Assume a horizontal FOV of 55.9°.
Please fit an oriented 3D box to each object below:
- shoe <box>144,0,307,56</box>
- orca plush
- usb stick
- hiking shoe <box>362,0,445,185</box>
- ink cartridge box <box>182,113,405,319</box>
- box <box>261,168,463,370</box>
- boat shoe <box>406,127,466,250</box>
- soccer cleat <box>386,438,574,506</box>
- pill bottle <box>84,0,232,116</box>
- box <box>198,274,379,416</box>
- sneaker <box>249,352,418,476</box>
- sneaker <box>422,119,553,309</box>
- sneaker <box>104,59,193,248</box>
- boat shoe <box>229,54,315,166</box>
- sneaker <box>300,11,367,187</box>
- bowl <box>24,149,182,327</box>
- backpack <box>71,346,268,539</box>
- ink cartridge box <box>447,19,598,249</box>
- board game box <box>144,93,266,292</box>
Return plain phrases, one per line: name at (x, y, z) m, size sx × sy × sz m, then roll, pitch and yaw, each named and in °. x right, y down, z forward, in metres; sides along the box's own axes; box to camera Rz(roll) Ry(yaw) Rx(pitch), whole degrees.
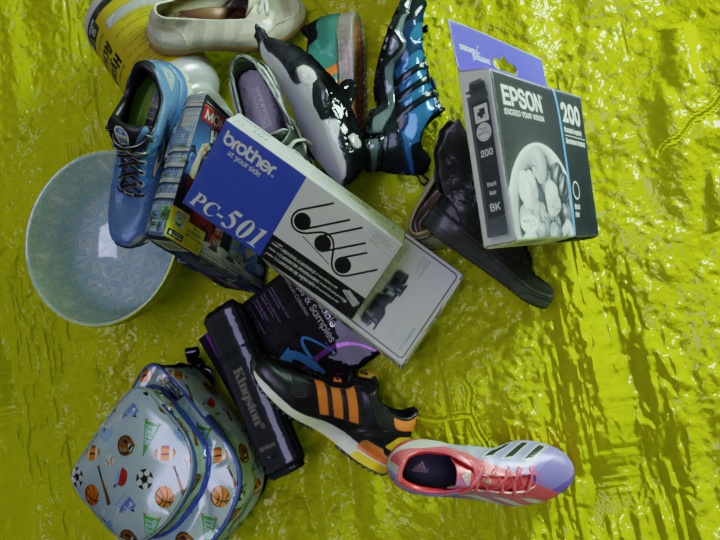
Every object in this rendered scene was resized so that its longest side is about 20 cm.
shoe at (-0.148, -0.292, 0.780) m, size 0.196 × 0.054 × 0.071 m, roll -18°, pitch 70°, yaw -23°
orca plush at (-0.040, -0.184, 0.729) m, size 0.070 × 0.107 × 0.201 m, roll -24°, pitch 57°, yaw -24°
usb stick at (-0.121, 0.133, 0.767) m, size 0.054 × 0.033 × 0.204 m, roll -27°, pitch 80°, yaw 14°
hiking shoe at (0.056, -0.204, 0.764) m, size 0.084 × 0.074 × 0.206 m, roll 12°, pitch 91°, yaw -4°
ink cartridge box at (-0.062, -0.051, 0.651) m, size 0.198 × 0.044 × 0.095 m, roll 35°, pitch 110°, yaw -5°
box at (0.000, 0.000, 0.734) m, size 0.198 × 0.060 × 0.118 m, roll 35°, pitch 81°, yaw 11°
boat shoe at (0.124, -0.107, 0.731) m, size 0.073 × 0.063 × 0.202 m, roll 38°, pitch 97°, yaw 16°
soccer cleat at (0.123, 0.207, 0.689) m, size 0.194 × 0.076 × 0.069 m, roll 5°, pitch 87°, yaw 2°
pill bottle at (-0.240, -0.241, 0.824) m, size 0.111 × 0.111 × 0.202 m, roll -40°, pitch 77°, yaw 10°
box at (-0.078, 0.082, 0.793) m, size 0.198 × 0.036 × 0.145 m, roll -37°, pitch 77°, yaw 9°
sneaker at (-0.025, 0.132, 0.733) m, size 0.199 × 0.070 × 0.091 m, roll 38°, pitch 90°, yaw -14°
sneaker at (0.141, -0.053, 0.689) m, size 0.197 × 0.060 × 0.105 m, roll 33°, pitch 100°, yaw -11°
sneaker at (-0.240, -0.126, 0.721) m, size 0.076 × 0.089 × 0.206 m, roll 12°, pitch 93°, yaw 12°
boat shoe at (-0.083, -0.121, 0.689) m, size 0.072 × 0.068 × 0.205 m, roll -16°, pitch 88°, yaw 4°
sneaker at (-0.038, -0.194, 0.786) m, size 0.078 × 0.071 × 0.207 m, roll -1°, pitch 80°, yaw 20°
bowl at (-0.286, -0.031, 0.821) m, size 0.194 × 0.108 × 0.207 m, roll -2°, pitch 82°, yaw 11°
backpack at (-0.207, 0.221, 0.760) m, size 0.189 × 0.154 × 0.202 m, roll 37°, pitch 98°, yaw 11°
ink cartridge box at (0.162, -0.127, 0.647) m, size 0.043 × 0.196 × 0.206 m, roll -12°, pitch 86°, yaw 39°
board game box at (-0.156, -0.102, 0.765) m, size 0.060 × 0.200 × 0.206 m, roll 6°, pitch 74°, yaw 23°
